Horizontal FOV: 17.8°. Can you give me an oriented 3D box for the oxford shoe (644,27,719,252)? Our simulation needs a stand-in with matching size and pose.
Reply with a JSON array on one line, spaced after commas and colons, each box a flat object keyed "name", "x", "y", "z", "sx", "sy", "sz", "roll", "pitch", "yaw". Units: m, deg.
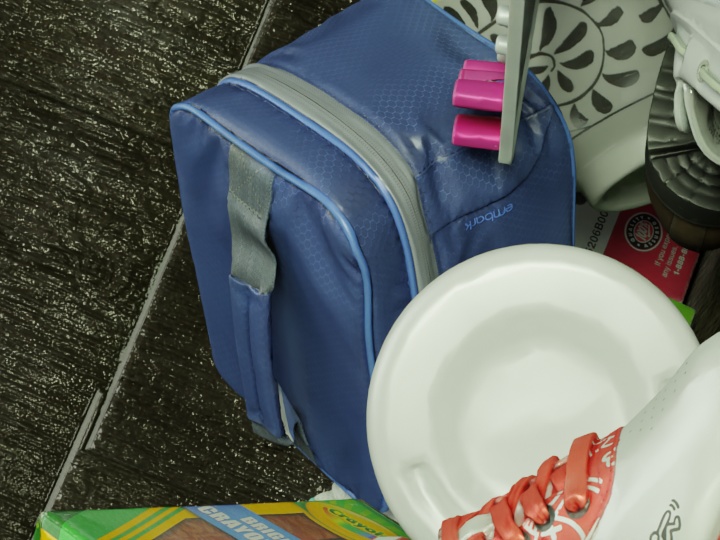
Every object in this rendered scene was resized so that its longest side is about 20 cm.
[{"name": "oxford shoe", "x": 0.150, "y": -0.099, "z": 0.876, "sx": 0.084, "sy": 0.072, "sz": 0.201, "roll": 86, "pitch": -153, "yaw": -69}]

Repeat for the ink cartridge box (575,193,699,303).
[{"name": "ink cartridge box", "x": 0.082, "y": -0.053, "z": 1.180, "sx": 0.084, "sy": 0.199, "sz": 0.146, "roll": 107, "pitch": -173, "yaw": -57}]

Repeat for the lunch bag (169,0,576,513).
[{"name": "lunch bag", "x": 0.000, "y": 0.000, "z": 0.956, "sx": 0.132, "sy": 0.136, "sz": 0.201, "roll": -31, "pitch": -44, "yaw": -25}]

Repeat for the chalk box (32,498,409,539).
[{"name": "chalk box", "x": -0.014, "y": 0.158, "z": 0.786, "sx": 0.199, "sy": 0.124, "sz": 0.125, "roll": 2, "pitch": -71, "yaw": -47}]

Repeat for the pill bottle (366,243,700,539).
[{"name": "pill bottle", "x": 0.062, "y": 0.047, "z": 0.800, "sx": 0.200, "sy": 0.111, "sz": 0.112, "roll": 5, "pitch": -73, "yaw": -86}]

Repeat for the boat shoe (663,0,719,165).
[{"name": "boat shoe", "x": 0.123, "y": -0.066, "z": 0.727, "sx": 0.200, "sy": 0.073, "sz": 0.067, "roll": -30, "pitch": -37, "yaw": -85}]

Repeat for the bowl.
[{"name": "bowl", "x": 0.123, "y": -0.086, "z": 0.996, "sx": 0.200, "sy": 0.095, "sz": 0.201, "roll": -22, "pitch": -14, "yaw": -6}]

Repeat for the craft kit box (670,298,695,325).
[{"name": "craft kit box", "x": 0.079, "y": 0.137, "z": 1.026, "sx": 0.200, "sy": 0.048, "sz": 0.198, "roll": 108, "pitch": -177, "yaw": -50}]

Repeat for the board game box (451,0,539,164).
[{"name": "board game box", "x": 0.059, "y": -0.173, "z": 0.815, "sx": 0.200, "sy": 0.026, "sz": 0.201, "roll": 88, "pitch": -169, "yaw": -60}]

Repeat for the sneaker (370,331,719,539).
[{"name": "sneaker", "x": 0.034, "y": 0.086, "z": 0.610, "sx": 0.067, "sy": 0.107, "sz": 0.202, "roll": -61, "pitch": -8, "yaw": -61}]

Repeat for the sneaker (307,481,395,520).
[{"name": "sneaker", "x": 0.012, "y": 0.123, "z": 0.987, "sx": 0.200, "sy": 0.088, "sz": 0.076, "roll": -40, "pitch": -26, "yaw": -83}]
